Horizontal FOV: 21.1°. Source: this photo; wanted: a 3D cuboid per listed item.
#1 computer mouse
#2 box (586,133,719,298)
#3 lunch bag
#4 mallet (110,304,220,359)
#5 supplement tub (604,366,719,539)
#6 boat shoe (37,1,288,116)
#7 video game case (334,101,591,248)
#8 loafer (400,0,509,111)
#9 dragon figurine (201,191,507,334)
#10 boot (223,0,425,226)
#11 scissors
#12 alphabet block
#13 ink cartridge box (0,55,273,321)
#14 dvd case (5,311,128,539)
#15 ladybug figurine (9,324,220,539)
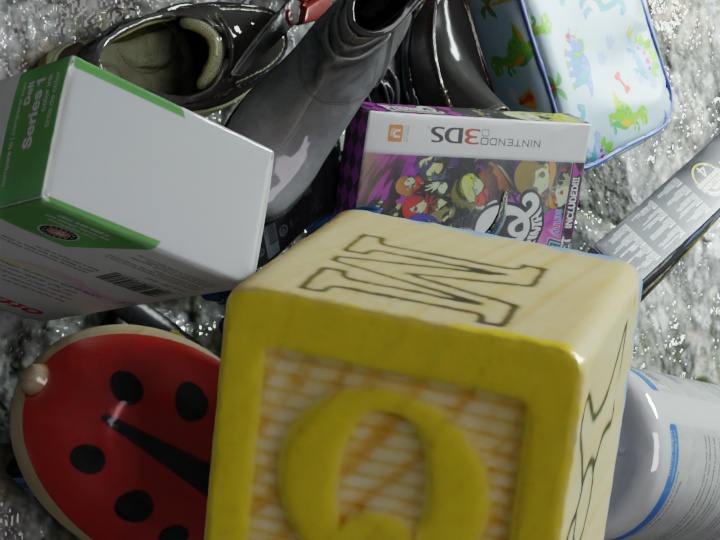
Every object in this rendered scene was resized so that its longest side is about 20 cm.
[{"bbox_3d":[-0.040,-0.042,1.306,0.200,0.046,0.141,-41,133,-33],"label":"computer mouse"},{"bbox_3d":[0.207,-0.008,1.455,0.049,0.161,0.200,43,50,10],"label":"box"},{"bbox_3d":[0.156,-0.179,1.473,0.160,0.082,0.201,-29,105,-40],"label":"lunch bag"},{"bbox_3d":[-0.094,0.050,1.223,0.200,0.041,0.066,45,58,-26],"label":"mallet"},{"bbox_3d":[0.213,0.141,1.445,0.199,0.131,0.133,15,76,-51],"label":"supplement tub"},{"bbox_3d":[-0.111,-0.133,1.225,0.200,0.066,0.072,-19,96,-45],"label":"boat shoe"},{"bbox_3d":[0.063,-0.012,1.331,0.180,0.036,0.201,1,105,-28],"label":"video game case"},{"bbox_3d":[0.081,-0.115,1.402,0.073,0.072,0.201,-15,96,-43],"label":"loafer"},{"bbox_3d":[0.000,0.000,1.221,0.099,0.199,0.059,44,25,-58],"label":"dragon figurine"},{"bbox_3d":[-0.019,-0.128,1.193,0.070,0.132,0.201,32,67,-6],"label":"boot"},{"bbox_3d":[-0.048,-0.179,1.286,0.200,0.014,0.074,-32,116,-61],"label":"scissors"},{"bbox_3d":[0.039,0.091,1.080,0.200,0.195,0.197,-38,135,-69],"label":"alphabet block"},{"bbox_3d":[-0.169,-0.038,1.071,0.144,0.199,0.085,23,68,-40],"label":"ink cartridge box"},{"bbox_3d":[-0.120,0.130,1.225,0.200,0.017,0.143,48,57,-29],"label":"dvd case"},{"bbox_3d":[-0.119,0.109,1.149,0.199,0.072,0.136,31,83,-34],"label":"ladybug figurine"}]
